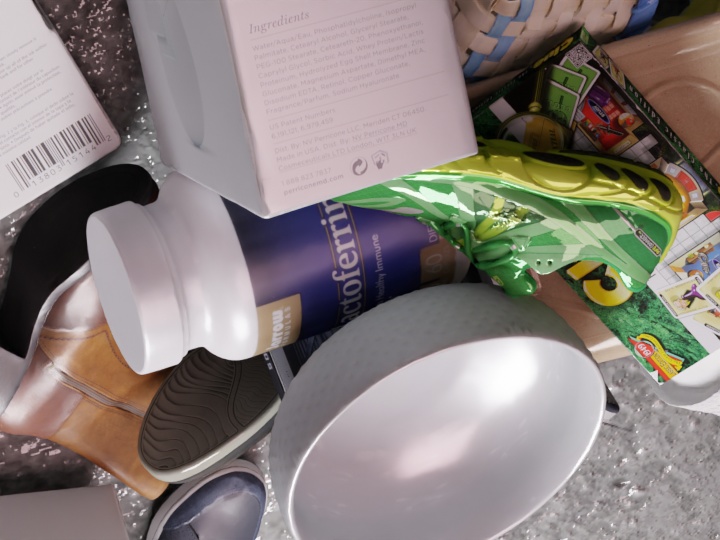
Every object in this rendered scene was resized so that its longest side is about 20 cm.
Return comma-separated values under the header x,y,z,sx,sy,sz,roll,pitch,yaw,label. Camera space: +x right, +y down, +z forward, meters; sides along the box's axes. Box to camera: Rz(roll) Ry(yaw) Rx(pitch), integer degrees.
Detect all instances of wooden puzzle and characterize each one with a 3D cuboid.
x,y,z,sx,sy,sz,roll,pitch,yaw,label
0.158,-0.045,1.309,0.184,0.046,0.201,-15,117,20,wooden puzzle

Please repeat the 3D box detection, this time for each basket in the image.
x,y,z,sx,sy,sz,roll,pitch,yaw,label
0.127,-0.185,1.296,0.199,0.140,0.176,-10,160,-25,basket

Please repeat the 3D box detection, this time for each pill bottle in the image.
x,y,z,sx,sy,sz,roll,pitch,yaw,label
-0.047,-0.016,1.293,0.199,0.116,0.116,-19,130,-17,pill bottle

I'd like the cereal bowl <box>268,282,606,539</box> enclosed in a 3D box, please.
x,y,z,sx,sy,sz,roll,pitch,yaw,label
0.035,0.078,1.298,0.199,0.084,0.201,-18,141,-15,cereal bowl

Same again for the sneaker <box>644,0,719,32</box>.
x,y,z,sx,sy,sz,roll,pitch,yaw,label
0.239,-0.136,1.390,0.200,0.105,0.076,-48,145,-35,sneaker

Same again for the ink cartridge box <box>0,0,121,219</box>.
x,y,z,sx,sy,sz,roll,pitch,yaw,label
-0.256,-0.087,1.251,0.199,0.045,0.177,-32,133,-5,ink cartridge box

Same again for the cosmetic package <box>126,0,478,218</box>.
x,y,z,sx,sy,sz,roll,pitch,yaw,label
-0.045,-0.152,1.171,0.122,0.199,0.201,-18,107,-16,cosmetic package

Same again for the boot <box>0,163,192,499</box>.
x,y,z,sx,sy,sz,roll,pitch,yaw,label
-0.134,0.043,1.398,0.200,0.068,0.189,30,97,-44,boot

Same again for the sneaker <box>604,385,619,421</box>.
x,y,z,sx,sy,sz,roll,pitch,yaw,label
0.080,0.096,1.539,0.146,0.077,0.202,-39,151,19,sneaker

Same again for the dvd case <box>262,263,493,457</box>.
x,y,z,sx,sy,sz,roll,pitch,yaw,label
0.000,0.000,1.378,0.150,0.025,0.201,-22,92,-17,dvd case

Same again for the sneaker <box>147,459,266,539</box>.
x,y,z,sx,sy,sz,roll,pitch,yaw,label
-0.103,0.237,1.492,0.077,0.146,0.203,19,111,-35,sneaker

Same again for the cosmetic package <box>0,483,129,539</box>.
x,y,z,sx,sy,sz,roll,pitch,yaw,label
-0.245,0.207,1.426,0.199,0.085,0.108,-4,132,-21,cosmetic package

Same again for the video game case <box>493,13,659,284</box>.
x,y,z,sx,sy,sz,roll,pitch,yaw,label
0.171,-0.070,1.504,0.181,0.023,0.201,9,117,-32,video game case

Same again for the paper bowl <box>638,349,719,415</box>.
x,y,z,sx,sy,sz,roll,pitch,yaw,label
0.224,-0.012,1.426,0.104,0.201,0.201,11,118,-20,paper bowl

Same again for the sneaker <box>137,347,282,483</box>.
x,y,z,sx,sy,sz,roll,pitch,yaw,label
-0.046,0.076,1.433,0.200,0.075,0.106,-43,144,-12,sneaker

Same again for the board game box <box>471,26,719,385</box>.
x,y,z,sx,sy,sz,roll,pitch,yaw,label
0.147,-0.033,1.279,0.105,0.024,0.200,-35,109,29,board game box

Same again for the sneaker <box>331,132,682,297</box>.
x,y,z,sx,sy,sz,roll,pitch,yaw,label
0.072,-0.028,1.225,0.199,0.074,0.084,10,105,-1,sneaker
